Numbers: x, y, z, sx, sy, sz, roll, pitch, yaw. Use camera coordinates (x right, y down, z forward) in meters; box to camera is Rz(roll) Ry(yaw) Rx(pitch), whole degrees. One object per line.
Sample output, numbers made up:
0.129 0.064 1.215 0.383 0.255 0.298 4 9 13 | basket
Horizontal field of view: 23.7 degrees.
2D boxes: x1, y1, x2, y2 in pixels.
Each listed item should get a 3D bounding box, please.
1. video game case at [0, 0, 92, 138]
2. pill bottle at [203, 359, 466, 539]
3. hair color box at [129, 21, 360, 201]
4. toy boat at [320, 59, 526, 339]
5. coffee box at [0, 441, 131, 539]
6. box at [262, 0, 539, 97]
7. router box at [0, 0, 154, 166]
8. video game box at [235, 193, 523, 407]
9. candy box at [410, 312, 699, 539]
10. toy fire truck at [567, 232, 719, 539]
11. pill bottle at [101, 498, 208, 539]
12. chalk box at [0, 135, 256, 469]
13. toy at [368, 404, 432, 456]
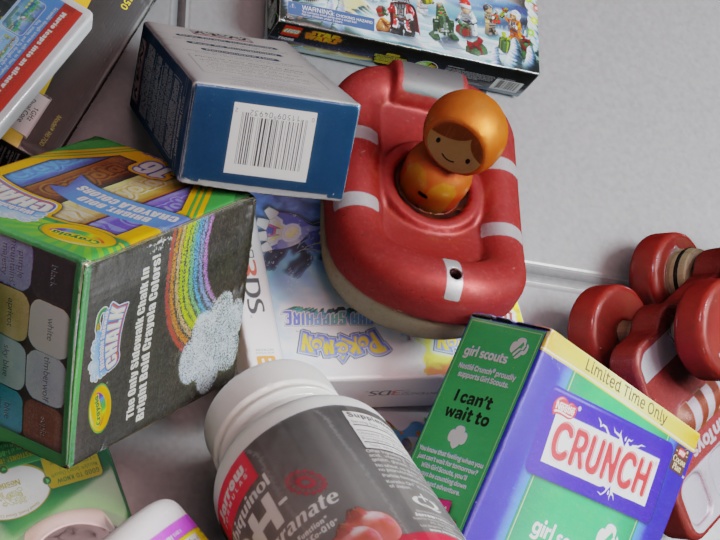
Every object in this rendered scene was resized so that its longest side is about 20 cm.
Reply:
-0.281 -0.151 1.020 0.199 0.017 0.143 31 61 6 | video game case
-0.014 0.137 0.926 0.110 0.111 0.200 -6 34 -25 | pill bottle
-0.075 -0.100 1.045 0.100 0.200 0.061 7 106 -17 | hair color box
0.049 -0.060 1.062 0.130 0.131 0.201 10 54 -17 | toy boat
-0.188 0.168 0.983 0.123 0.044 0.201 -16 76 -26 | coffee box
0.031 -0.210 1.230 0.199 0.040 0.138 9 66 -19 | box
-0.221 -0.169 1.098 0.149 0.051 0.201 31 59 -9 | router box
0.000 0.000 1.113 0.199 0.047 0.183 0 61 -23 | video game box
0.100 0.151 1.020 0.169 0.077 0.201 32 75 -39 | candy box
0.242 0.067 1.175 0.200 0.112 0.169 -36 112 -41 | toy fire truck
-0.080 0.228 0.913 0.104 0.104 0.200 -36 84 -30 | pill bottle
-0.168 0.018 0.944 0.124 0.125 0.200 21 24 27 | chalk box
0.023 0.140 1.077 0.199 0.047 0.115 -13 57 -34 | toy
